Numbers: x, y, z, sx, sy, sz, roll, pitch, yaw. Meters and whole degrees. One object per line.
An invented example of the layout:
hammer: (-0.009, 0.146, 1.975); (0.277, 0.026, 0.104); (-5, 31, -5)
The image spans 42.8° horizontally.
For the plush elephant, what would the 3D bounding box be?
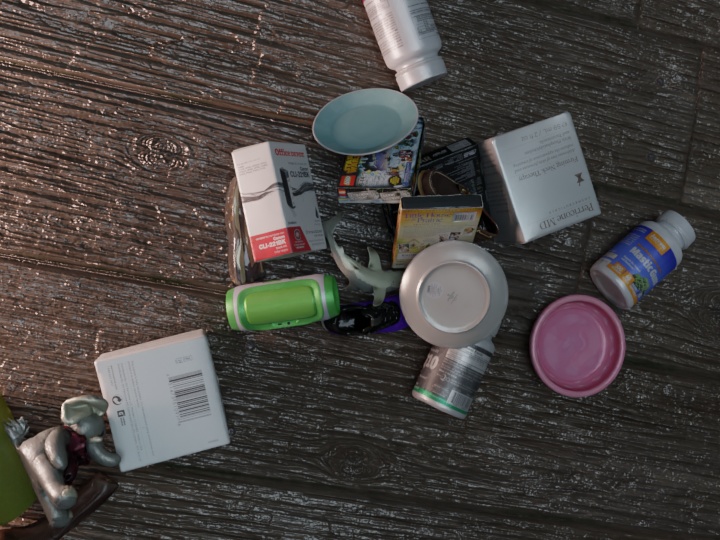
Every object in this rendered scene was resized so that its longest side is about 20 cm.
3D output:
plush elephant: (-0.476, 0.299, 1.521); (0.154, 0.165, 0.200); (-26, 68, -31)

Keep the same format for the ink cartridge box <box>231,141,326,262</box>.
ink cartridge box: (-0.144, -0.125, 1.650); (0.083, 0.144, 0.202); (-13, 89, 24)

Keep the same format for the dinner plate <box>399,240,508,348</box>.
dinner plate: (0.169, 0.046, 1.662); (0.198, 0.024, 0.202); (1, 101, 5)

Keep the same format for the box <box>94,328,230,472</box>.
box: (-0.349, 0.226, 1.632); (0.198, 0.131, 0.201); (-13, 93, -10)

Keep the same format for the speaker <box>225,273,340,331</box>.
speaker: (-0.140, 0.059, 1.674); (0.198, 0.088, 0.089); (-8, 92, 5)

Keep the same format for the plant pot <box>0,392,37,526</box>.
plant pot: (-0.644, 0.330, 1.564); (0.186, 0.187, 0.201); (-33, 107, -9)

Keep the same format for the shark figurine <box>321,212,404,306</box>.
shark figurine: (-0.018, -0.001, 1.726); (0.214, 0.089, 0.129); (38, 50, -17)

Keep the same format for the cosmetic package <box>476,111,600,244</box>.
cosmetic package: (0.324, -0.172, 1.742); (0.166, 0.166, 0.202); (-20, 95, -10)

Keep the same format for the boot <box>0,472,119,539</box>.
boot: (-0.519, 0.416, 1.581); (0.199, 0.187, 0.064); (-37, 77, -6)

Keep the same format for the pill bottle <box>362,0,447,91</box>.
pill bottle: (0.085, -0.447, 1.721); (0.112, 0.113, 0.202); (-21, 94, -10)

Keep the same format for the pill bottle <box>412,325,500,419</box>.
pill bottle: (0.186, 0.169, 1.744); (0.112, 0.113, 0.201); (25, 85, -10)

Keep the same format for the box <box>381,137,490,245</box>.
box: (0.139, -0.141, 1.734); (0.198, 0.044, 0.161); (-23, 122, -10)

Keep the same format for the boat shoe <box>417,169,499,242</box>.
boat shoe: (0.183, -0.121, 1.682); (0.200, 0.070, 0.071); (38, 63, -38)

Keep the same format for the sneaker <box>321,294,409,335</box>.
sneaker: (0.029, 0.090, 1.718); (0.198, 0.099, 0.070); (-9, 94, -10)

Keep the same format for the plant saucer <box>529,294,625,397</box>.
plant saucer: (0.424, 0.148, 1.821); (0.198, 0.051, 0.203); (0, 89, -11)

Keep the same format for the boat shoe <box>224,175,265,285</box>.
boat shoe: (-0.208, -0.075, 1.695); (0.073, 0.074, 0.202); (-4, 100, -21)

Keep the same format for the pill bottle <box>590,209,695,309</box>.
pill bottle: (0.562, -0.026, 1.815); (0.200, 0.112, 0.112); (-40, 97, -7)

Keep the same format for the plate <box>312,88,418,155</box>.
plate: (0.010, -0.269, 1.694); (0.199, 0.201, 0.026); (-24, 136, -10)

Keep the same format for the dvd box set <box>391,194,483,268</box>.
dvd box set: (0.134, -0.068, 1.658); (0.145, 0.201, 0.030); (-3, 60, -4)

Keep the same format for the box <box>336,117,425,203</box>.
box: (0.040, -0.203, 1.669); (0.135, 0.040, 0.201); (0, 47, 12)
